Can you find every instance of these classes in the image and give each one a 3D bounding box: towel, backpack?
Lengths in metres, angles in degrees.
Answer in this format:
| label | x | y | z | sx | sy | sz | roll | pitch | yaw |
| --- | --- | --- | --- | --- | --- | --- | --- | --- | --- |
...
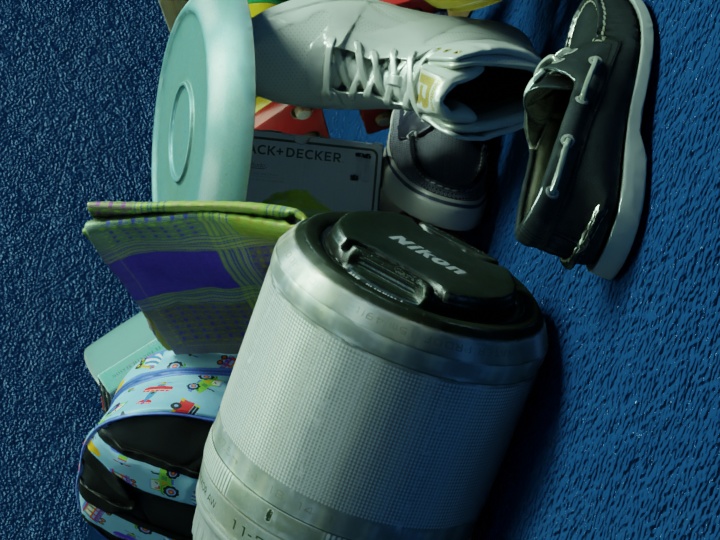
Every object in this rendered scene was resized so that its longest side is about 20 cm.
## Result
| label | x | y | z | sx | sy | sz | roll | pitch | yaw |
| --- | --- | --- | --- | --- | --- | --- | --- | --- | --- |
| towel | -0.078 | 0.008 | 1.354 | 0.200 | 0.142 | 0.023 | 70 | -157 | -65 |
| backpack | -0.084 | 0.122 | 1.494 | 0.183 | 0.198 | 0.135 | 106 | 174 | -49 |

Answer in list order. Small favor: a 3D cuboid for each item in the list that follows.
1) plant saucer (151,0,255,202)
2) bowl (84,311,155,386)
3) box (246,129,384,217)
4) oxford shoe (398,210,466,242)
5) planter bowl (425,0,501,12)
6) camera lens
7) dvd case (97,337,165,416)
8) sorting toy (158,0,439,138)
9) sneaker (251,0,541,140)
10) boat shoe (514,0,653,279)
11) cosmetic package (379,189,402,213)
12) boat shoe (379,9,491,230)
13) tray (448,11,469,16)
| label | x | y | z | sx | sy | sz | roll | pitch | yaw |
| --- | --- | --- | --- | --- | --- | --- | --- | --- | --- |
| plant saucer | -0.104 | -0.087 | 1.418 | 0.200 | 0.027 | 0.202 | -175 | 90 | -73 |
| bowl | -0.132 | 0.093 | 1.943 | 0.105 | 0.200 | 0.201 | -51 | 14 | 8 |
| box | -0.064 | -0.059 | 1.535 | 0.200 | 0.116 | 0.061 | 179 | 96 | -75 |
| oxford shoe | 0.028 | 0.051 | 1.416 | 0.074 | 0.070 | 0.201 | 116 | 166 | -54 |
| planter bowl | 0.081 | -0.218 | 1.405 | 0.201 | 0.199 | 0.084 | -110 | -5 | -74 |
| camera lens | 0.004 | 0.080 | 1.238 | 0.160 | 0.159 | 0.201 | -99 | 28 | -68 |
| dvd case | -0.127 | 0.088 | 1.673 | 0.145 | 0.022 | 0.200 | -32 | -20 | -18 |
| sorting toy | -0.030 | -0.159 | 1.606 | 0.200 | 0.197 | 0.070 | 74 | 180 | -61 |
| sneaker | 0.022 | -0.125 | 1.377 | 0.116 | 0.198 | 0.074 | -118 | 29 | -72 |
| boat shoe | 0.115 | -0.084 | 1.181 | 0.201 | 0.060 | 0.076 | -85 | 15 | -48 |
| cosmetic package | 0.000 | 0.000 | 1.637 | 0.200 | 0.071 | 0.106 | -104 | 33 | -70 |
| boat shoe | 0.057 | -0.106 | 1.490 | 0.200 | 0.074 | 0.093 | -98 | 24 | -63 |
| tray | 0.074 | -0.241 | 1.731 | 0.201 | 0.037 | 0.099 | 116 | 167 | -46 |
